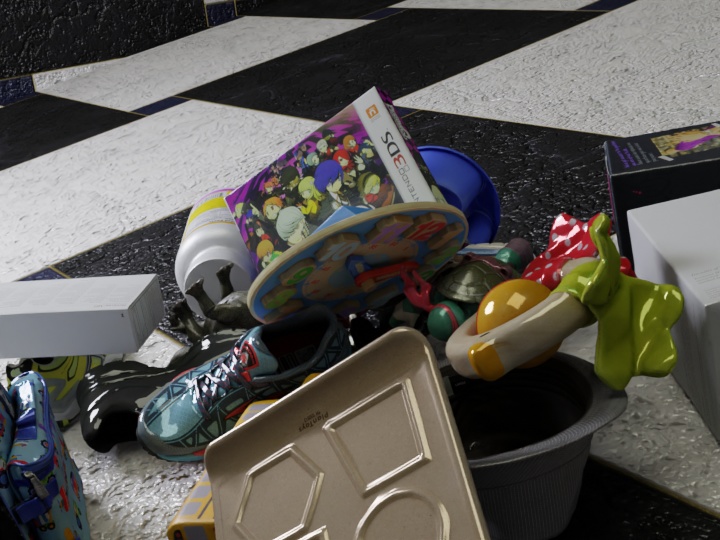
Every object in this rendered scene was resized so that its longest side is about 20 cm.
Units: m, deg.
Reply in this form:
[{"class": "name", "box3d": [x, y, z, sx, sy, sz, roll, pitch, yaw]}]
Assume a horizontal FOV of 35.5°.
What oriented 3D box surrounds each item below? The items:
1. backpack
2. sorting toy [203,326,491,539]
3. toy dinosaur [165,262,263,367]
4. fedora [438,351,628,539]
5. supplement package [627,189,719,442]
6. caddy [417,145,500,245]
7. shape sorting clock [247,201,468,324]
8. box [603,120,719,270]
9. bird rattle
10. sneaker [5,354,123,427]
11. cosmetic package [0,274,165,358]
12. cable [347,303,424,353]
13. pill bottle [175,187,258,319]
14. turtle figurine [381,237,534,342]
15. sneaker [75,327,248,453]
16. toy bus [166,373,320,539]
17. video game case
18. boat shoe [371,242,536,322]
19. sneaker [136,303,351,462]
[{"class": "backpack", "box3d": [-0.301, 0.136, 0.860, 0.134, 0.200, 0.183, -18, 22, -10]}, {"class": "sorting toy", "box3d": [-0.010, 0.156, 0.691, 0.185, 0.036, 0.200, -33, 47, 18]}, {"class": "toy dinosaur", "box3d": [-0.130, 0.062, 1.071, 0.200, 0.102, 0.077, -42, -4, 23]}, {"class": "fedora", "box3d": [0.098, 0.128, 0.783, 0.177, 0.090, 0.200, -18, 17, -13]}, {"class": "supplement package", "box3d": [0.296, 0.025, 0.868, 0.120, 0.121, 0.200, -14, 23, 2]}, {"class": "caddy", "box3d": [0.045, -0.053, 1.179, 0.200, 0.142, 0.105, -6, 24, 18]}, {"class": "shape sorting clock", "box3d": [0.000, 0.000, 0.958, 0.200, 0.200, 0.039, -20, 66, -14]}, {"class": "box", "box3d": [0.340, -0.069, 1.064, 0.200, 0.122, 0.106, -9, 23, 14]}, {"class": "bird rattle", "box3d": [0.130, 0.018, 0.800, 0.163, 0.113, 0.200, -29, 14, -3]}, {"class": "sneaker", "box3d": [-0.297, 0.086, 1.142, 0.075, 0.077, 0.200, -12, 21, 9]}, {"class": "cosmetic package", "box3d": [-0.296, 0.046, 1.072, 0.200, 0.051, 0.083, -3, 21, 12]}, {"class": "cable", "box3d": [0.030, 0.091, 1.002, 0.097, 0.050, 0.200, -16, 33, -11]}, {"class": "pill bottle", "box3d": [-0.151, -0.017, 1.263, 0.104, 0.104, 0.200, -13, 23, 3]}, {"class": "turtle figurine", "box3d": [0.108, 0.034, 0.960, 0.150, 0.101, 0.200, 34, 44, 29]}, {"class": "sneaker", "box3d": [-0.157, 0.117, 1.012, 0.200, 0.076, 0.091, -18, 33, 2]}, {"class": "toy bus", "box3d": [-0.067, 0.154, 0.855, 0.078, 0.065, 0.200, -7, 24, 21]}, {"class": "video game case", "box3d": [-0.019, -0.049, 1.097, 0.200, 0.181, 0.036, -33, -21, 19]}, {"class": "boat shoe", "box3d": [0.072, 0.012, 1.100, 0.200, 0.072, 0.072, -7, 24, 17]}, {"class": "sneaker", "box3d": [-0.100, 0.083, 0.939, 0.200, 0.096, 0.079, -28, 63, -19]}]
